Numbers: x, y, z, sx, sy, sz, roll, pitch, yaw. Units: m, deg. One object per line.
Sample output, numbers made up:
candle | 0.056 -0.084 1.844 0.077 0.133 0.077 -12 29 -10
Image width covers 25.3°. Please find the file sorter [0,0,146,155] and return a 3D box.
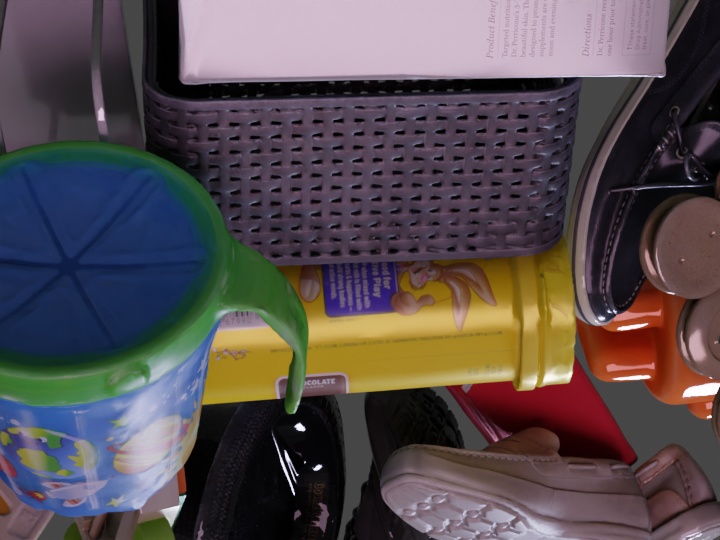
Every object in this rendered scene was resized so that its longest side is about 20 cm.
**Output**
file sorter | -0.210 -0.056 0.776 0.199 0.125 0.139 -6 127 -2

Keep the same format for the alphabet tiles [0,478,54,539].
alphabet tiles | -0.238 0.082 0.792 0.195 0.200 0.015 26 152 8

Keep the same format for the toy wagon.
toy wagon | -0.132 0.100 0.855 0.039 0.200 0.155 -10 145 -29

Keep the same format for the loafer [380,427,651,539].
loafer | 0.092 0.126 0.946 0.200 0.070 0.070 20 146 -38

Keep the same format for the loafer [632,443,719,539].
loafer | 0.149 0.183 1.052 0.200 0.063 0.072 -36 154 28

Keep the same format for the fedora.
fedora | -0.082 0.140 0.942 0.091 0.201 0.201 11 131 22

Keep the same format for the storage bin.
storage bin | -0.004 -0.079 0.777 0.199 0.135 0.094 -2 127 -6

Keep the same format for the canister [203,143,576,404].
canister | 0.000 0.000 0.833 0.199 0.149 0.087 -4 129 -2

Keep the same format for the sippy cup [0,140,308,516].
sippy cup | -0.122 0.035 0.704 0.178 0.140 0.131 31 144 24

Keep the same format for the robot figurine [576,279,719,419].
robot figurine | 0.220 0.013 0.891 0.199 0.117 0.144 -6 93 -4

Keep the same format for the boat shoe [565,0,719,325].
boat shoe | 0.163 -0.061 0.806 0.075 0.062 0.200 28 89 -55

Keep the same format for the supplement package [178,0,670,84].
supplement package | 0.020 -0.189 0.669 0.199 0.147 0.192 -2 113 -6

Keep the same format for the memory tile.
memory tile | 0.238 -0.009 0.807 0.200 0.017 0.154 -32 111 -16

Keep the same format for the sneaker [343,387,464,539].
sneaker | 0.025 0.155 1.000 0.091 0.076 0.200 -2 119 25

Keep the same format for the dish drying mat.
dish drying mat | 0.102 0.080 0.962 0.077 0.018 0.200 -23 137 13
